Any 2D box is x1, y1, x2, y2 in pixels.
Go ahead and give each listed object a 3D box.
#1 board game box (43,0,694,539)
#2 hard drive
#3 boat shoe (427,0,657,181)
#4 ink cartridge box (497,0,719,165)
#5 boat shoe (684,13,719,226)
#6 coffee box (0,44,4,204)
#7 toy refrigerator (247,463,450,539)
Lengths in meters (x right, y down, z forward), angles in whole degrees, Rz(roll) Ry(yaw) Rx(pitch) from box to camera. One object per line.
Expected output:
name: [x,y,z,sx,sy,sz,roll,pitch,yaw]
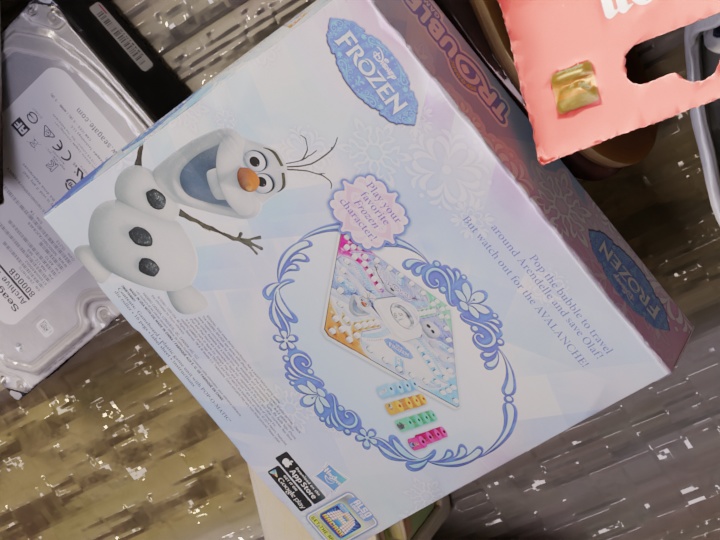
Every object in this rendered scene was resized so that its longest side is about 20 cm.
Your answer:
board game box: [0.000,0.000,0.961,0.199,0.043,0.200,-32,102,36]
hard drive: [-0.154,-0.036,1.127,0.140,0.038,0.200,50,130,-5]
boat shoe: [0.040,-0.116,0.947,0.200,0.070,0.070,52,137,-5]
ink cartridge box: [0.094,-0.158,0.851,0.161,0.050,0.201,-19,78,36]
boat shoe: [0.159,-0.102,0.887,0.073,0.065,0.201,4,120,28]
coffee box: [-0.230,-0.126,1.059,0.113,0.080,0.201,15,114,31]
toy refrigerator: [-0.013,0.045,1.069,0.070,0.076,0.201,4,119,28]
